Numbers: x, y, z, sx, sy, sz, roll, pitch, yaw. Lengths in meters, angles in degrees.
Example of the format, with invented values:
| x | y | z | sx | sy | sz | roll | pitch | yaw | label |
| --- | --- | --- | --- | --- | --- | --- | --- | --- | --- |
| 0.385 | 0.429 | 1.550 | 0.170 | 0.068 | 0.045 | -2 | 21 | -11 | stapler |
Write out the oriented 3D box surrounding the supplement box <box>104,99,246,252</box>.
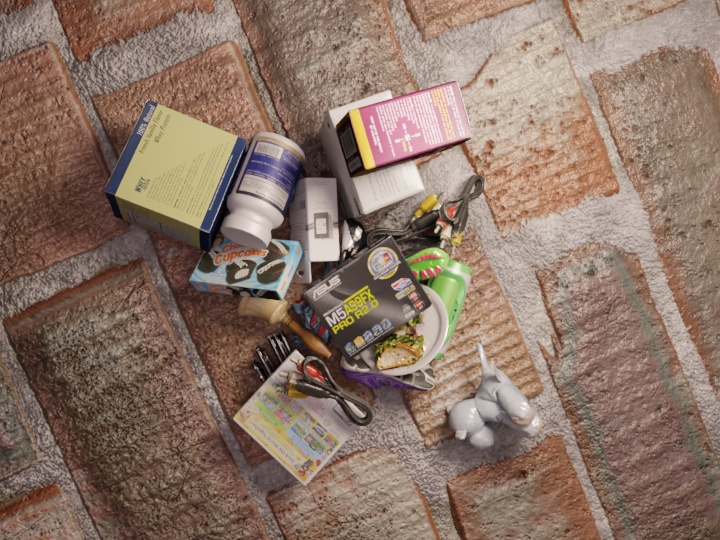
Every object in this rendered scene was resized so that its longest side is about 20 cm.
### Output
| x | y | z | sx | sy | sz | roll | pitch | yaw | label |
| --- | --- | --- | --- | --- | --- | --- | --- | --- | --- |
| -0.345 | -0.175 | 1.279 | 0.198 | 0.134 | 0.202 | 21 | 71 | -7 | supplement box |

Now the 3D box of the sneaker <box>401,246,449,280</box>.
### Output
| x | y | z | sx | sy | sz | roll | pitch | yaw | label |
| --- | --- | --- | --- | --- | --- | --- | --- | --- | --- |
| 0.089 | -0.006 | 1.376 | 0.198 | 0.084 | 0.078 | -5 | 98 | 23 | sneaker |

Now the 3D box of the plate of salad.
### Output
| x | y | z | sx | sy | sz | roll | pitch | yaw | label |
| --- | --- | --- | --- | --- | --- | --- | --- | --- | --- |
| 0.077 | 0.110 | 1.344 | 0.198 | 0.048 | 0.202 | -12 | 59 | 20 | plate of salad |

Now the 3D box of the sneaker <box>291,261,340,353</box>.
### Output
| x | y | z | sx | sy | sz | roll | pitch | yaw | label |
| --- | --- | --- | --- | --- | --- | --- | --- | --- | --- |
| -0.092 | 0.068 | 1.367 | 0.094 | 0.079 | 0.203 | 13 | 88 | -4 | sneaker |

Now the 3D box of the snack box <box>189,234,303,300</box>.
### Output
| x | y | z | sx | sy | sz | roll | pitch | yaw | label |
| --- | --- | --- | --- | --- | --- | --- | --- | --- | --- |
| -0.221 | -0.009 | 1.299 | 0.198 | 0.037 | 0.117 | 5 | 56 | 23 | snack box |

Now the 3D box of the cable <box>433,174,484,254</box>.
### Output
| x | y | z | sx | sy | sz | roll | pitch | yaw | label |
| --- | --- | --- | --- | --- | --- | --- | --- | --- | --- |
| 0.198 | -0.135 | 1.379 | 0.097 | 0.050 | 0.201 | 49 | 49 | -32 | cable |

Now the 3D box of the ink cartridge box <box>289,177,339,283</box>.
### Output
| x | y | z | sx | sy | sz | roll | pitch | yaw | label |
| --- | --- | --- | --- | --- | --- | --- | --- | --- | --- |
| -0.094 | -0.077 | 1.341 | 0.066 | 0.116 | 0.203 | -3 | 92 | -24 | ink cartridge box |

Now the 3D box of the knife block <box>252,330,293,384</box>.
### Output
| x | y | z | sx | sy | sz | roll | pitch | yaw | label |
| --- | --- | --- | --- | --- | --- | --- | --- | --- | --- |
| -0.130 | 0.223 | 1.370 | 0.198 | 0.064 | 0.178 | 19 | 89 | -7 | knife block |

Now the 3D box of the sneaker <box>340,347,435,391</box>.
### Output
| x | y | z | sx | sy | sz | roll | pitch | yaw | label |
| --- | --- | --- | --- | --- | --- | --- | --- | --- | --- |
| 0.057 | 0.209 | 1.387 | 0.197 | 0.084 | 0.081 | 13 | 47 | 7 | sneaker |

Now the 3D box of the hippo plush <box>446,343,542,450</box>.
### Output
| x | y | z | sx | sy | sz | roll | pitch | yaw | label |
| --- | --- | --- | --- | --- | --- | --- | --- | --- | --- |
| 0.263 | 0.298 | 1.374 | 0.160 | 0.160 | 0.200 | -40 | 114 | 6 | hippo plush |

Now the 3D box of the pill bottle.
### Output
| x | y | z | sx | sy | sz | roll | pitch | yaw | label |
| --- | --- | --- | --- | --- | --- | --- | --- | --- | --- |
| -0.188 | -0.150 | 1.281 | 0.114 | 0.116 | 0.202 | 21 | 73 | -7 | pill bottle |

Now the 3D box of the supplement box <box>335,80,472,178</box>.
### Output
| x | y | z | sx | sy | sz | roll | pitch | yaw | label |
| --- | --- | --- | --- | --- | --- | --- | --- | --- | --- |
| 0.071 | -0.240 | 1.159 | 0.198 | 0.131 | 0.104 | -18 | 94 | -11 | supplement box |

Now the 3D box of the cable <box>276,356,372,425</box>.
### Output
| x | y | z | sx | sy | sz | roll | pitch | yaw | label |
| --- | --- | --- | --- | --- | --- | --- | --- | --- | --- |
| -0.058 | 0.226 | 1.295 | 0.198 | 0.050 | 0.098 | 24 | 99 | -15 | cable |

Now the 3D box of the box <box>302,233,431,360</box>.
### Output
| x | y | z | sx | sy | sz | roll | pitch | yaw | label |
| --- | --- | --- | --- | --- | --- | --- | --- | --- | --- |
| 0.013 | 0.051 | 1.286 | 0.199 | 0.044 | 0.161 | -33 | 103 | -2 | box |

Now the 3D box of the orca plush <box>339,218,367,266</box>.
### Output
| x | y | z | sx | sy | sz | roll | pitch | yaw | label |
| --- | --- | --- | --- | --- | --- | --- | --- | --- | --- |
| 0.000 | 0.000 | 1.334 | 0.070 | 0.105 | 0.203 | 2 | 80 | 10 | orca plush |

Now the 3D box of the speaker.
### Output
| x | y | z | sx | sy | sz | roll | pitch | yaw | label |
| --- | --- | --- | --- | --- | --- | --- | --- | --- | --- |
| 0.165 | 0.079 | 1.396 | 0.087 | 0.088 | 0.202 | 20 | 88 | -7 | speaker |

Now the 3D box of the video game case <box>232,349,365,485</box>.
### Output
| x | y | z | sx | sy | sz | roll | pitch | yaw | label |
| --- | --- | --- | --- | --- | --- | --- | --- | --- | --- |
| -0.119 | 0.291 | 1.330 | 0.200 | 0.023 | 0.182 | 44 | 85 | -7 | video game case |

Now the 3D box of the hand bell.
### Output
| x | y | z | sx | sy | sz | roll | pitch | yaw | label |
| --- | --- | --- | --- | --- | --- | --- | --- | --- | --- |
| -0.134 | 0.105 | 1.318 | 0.199 | 0.104 | 0.105 | 37 | 86 | 13 | hand bell |

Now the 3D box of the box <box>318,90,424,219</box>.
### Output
| x | y | z | sx | sy | sz | roll | pitch | yaw | label |
| --- | --- | --- | --- | --- | --- | --- | --- | --- | --- |
| 0.015 | -0.216 | 1.316 | 0.129 | 0.200 | 0.201 | -20 | 94 | -8 | box |

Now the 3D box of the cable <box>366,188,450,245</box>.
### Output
| x | y | z | sx | sy | sz | roll | pitch | yaw | label |
| --- | --- | --- | --- | --- | --- | --- | --- | --- | --- |
| 0.109 | -0.085 | 1.413 | 0.198 | 0.050 | 0.098 | -27 | 111 | 6 | cable |
